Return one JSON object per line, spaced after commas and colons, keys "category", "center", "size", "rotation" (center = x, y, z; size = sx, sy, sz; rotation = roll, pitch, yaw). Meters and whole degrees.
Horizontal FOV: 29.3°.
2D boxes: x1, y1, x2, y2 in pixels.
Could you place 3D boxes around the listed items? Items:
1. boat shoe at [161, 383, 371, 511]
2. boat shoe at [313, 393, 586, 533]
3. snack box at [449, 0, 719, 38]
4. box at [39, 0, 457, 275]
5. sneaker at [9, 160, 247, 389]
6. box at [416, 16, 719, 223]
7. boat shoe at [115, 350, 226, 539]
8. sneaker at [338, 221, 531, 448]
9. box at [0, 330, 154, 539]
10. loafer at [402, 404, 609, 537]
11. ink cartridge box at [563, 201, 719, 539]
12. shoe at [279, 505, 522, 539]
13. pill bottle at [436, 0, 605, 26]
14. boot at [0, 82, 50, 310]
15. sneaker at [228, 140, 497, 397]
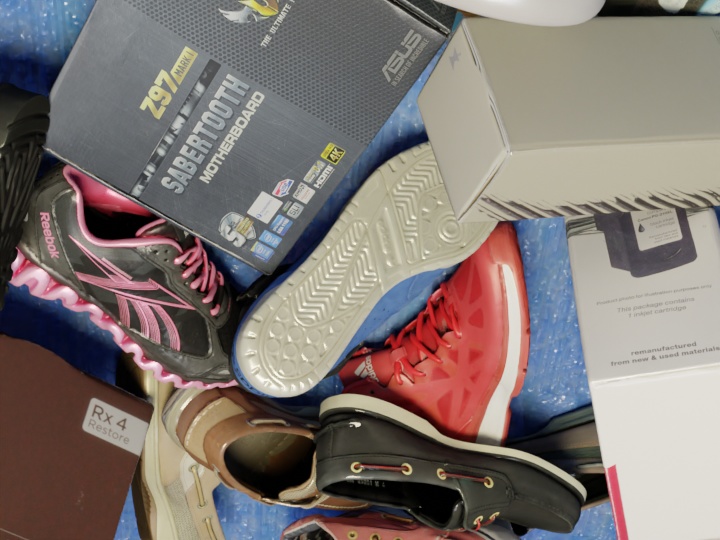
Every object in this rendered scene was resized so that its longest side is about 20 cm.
{"category": "boat shoe", "center": [-0.046, 0.130, 0.915], "size": [0.200, 0.072, 0.076], "rotation": [27, 101, -45]}
{"category": "boat shoe", "center": [0.059, 0.141, 0.893], "size": [0.201, 0.063, 0.074], "rotation": [21, 148, -24]}
{"category": "snack box", "center": [0.135, -0.168, 0.704], "size": [0.200, 0.037, 0.116], "rotation": [-31, 125, 24]}
{"category": "box", "center": [-0.065, -0.106, 0.721], "size": [0.157, 0.051, 0.200], "rotation": [31, 129, -12]}
{"category": "sneaker", "center": [-0.120, 0.000, 0.818], "size": [0.200, 0.079, 0.095], "rotation": [32, 129, -28]}
{"category": "box", "center": [0.136, -0.078, 0.699], "size": [0.199, 0.082, 0.068], "rotation": [-4, 152, -23]}
{"category": "boat shoe", "center": [-0.125, 0.126, 0.946], "size": [0.065, 0.072, 0.201], "rotation": [-14, 125, -18]}
{"category": "sneaker", "center": [0.042, 0.053, 0.875], "size": [0.115, 0.079, 0.201], "rotation": [-1, 131, -3]}
{"category": "box", "center": [-0.262, 0.147, 0.856], "size": [0.166, 0.165, 0.200], "rotation": [30, 145, -24]}
{"category": "loafer", "center": [0.116, 0.157, 0.979], "size": [0.199, 0.063, 0.072], "rotation": [-29, 127, 22]}
{"category": "ink cartridge box", "center": [0.167, 0.031, 0.777], "size": [0.084, 0.201, 0.145], "rotation": [-9, 132, 10]}
{"category": "shoe", "center": [0.029, 0.206, 0.944], "size": [0.091, 0.200, 0.072], "rotation": [-2, 94, -38]}
{"category": "pill bottle", "center": [0.079, -0.216, 0.595], "size": [0.110, 0.111, 0.201], "rotation": [9, 114, -10]}
{"category": "boot", "center": [-0.266, -0.028, 0.735], "size": [0.157, 0.079, 0.212], "rotation": [19, 97, 4]}
{"category": "sneaker", "center": [-0.001, -0.001, 0.816], "size": [0.077, 0.200, 0.111], "rotation": [46, 165, -5]}
